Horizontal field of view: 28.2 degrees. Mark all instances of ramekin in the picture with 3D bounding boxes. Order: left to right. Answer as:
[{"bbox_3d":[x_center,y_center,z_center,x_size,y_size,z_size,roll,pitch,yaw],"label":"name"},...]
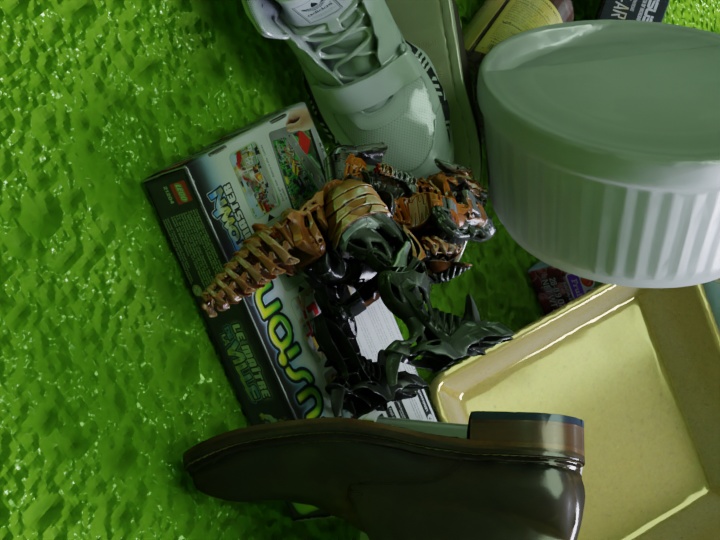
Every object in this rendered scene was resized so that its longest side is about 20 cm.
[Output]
[{"bbox_3d":[0.165,-0.070,0.850,0.202,0.201,0.095,-40,141,-47],"label":"ramekin"}]

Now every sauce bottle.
[{"bbox_3d":[0.109,-0.163,0.980,0.065,0.064,0.200,57,44,-21],"label":"sauce bottle"}]

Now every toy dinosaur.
[{"bbox_3d":[0.000,0.000,0.747,0.199,0.102,0.137,-20,79,-23],"label":"toy dinosaur"}]

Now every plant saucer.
[{"bbox_3d":[0.151,0.112,0.911,0.199,0.048,0.201,-26,102,-18],"label":"plant saucer"}]

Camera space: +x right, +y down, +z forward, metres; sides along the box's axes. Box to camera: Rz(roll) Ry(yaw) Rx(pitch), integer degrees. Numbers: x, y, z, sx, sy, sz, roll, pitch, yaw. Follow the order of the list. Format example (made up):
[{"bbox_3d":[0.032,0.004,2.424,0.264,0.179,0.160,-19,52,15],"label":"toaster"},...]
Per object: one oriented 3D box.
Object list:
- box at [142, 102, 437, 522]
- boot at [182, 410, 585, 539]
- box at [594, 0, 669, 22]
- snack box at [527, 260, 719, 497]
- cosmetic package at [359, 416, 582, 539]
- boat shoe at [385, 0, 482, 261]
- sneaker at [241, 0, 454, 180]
[{"bbox_3d":[-0.033,0.020,0.779,0.110,0.035,0.202,-34,106,-49],"label":"box"},{"bbox_3d":[0.010,0.122,0.686,0.075,0.198,0.098,57,31,-71],"label":"boot"},{"bbox_3d":[0.206,-0.225,1.033,0.201,0.043,0.161,99,9,-54],"label":"box"},{"bbox_3d":[0.229,0.062,0.974,0.068,0.168,0.202,-36,108,-50],"label":"snack box"},{"bbox_3d":[0.051,0.188,0.762,0.107,0.084,0.202,25,71,-53],"label":"cosmetic package"},{"bbox_3d":[0.039,-0.095,0.875,0.059,0.071,0.202,-3,86,-77],"label":"boat shoe"},{"bbox_3d":[-0.012,-0.124,0.785,0.201,0.075,0.115,63,11,-8],"label":"sneaker"}]
